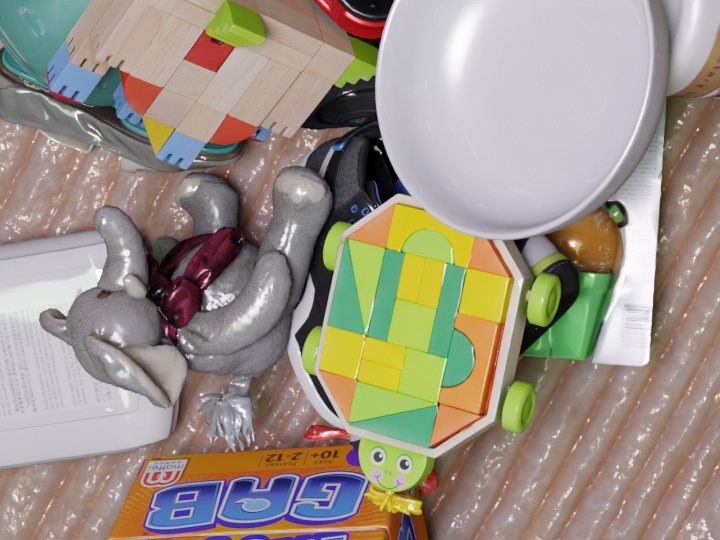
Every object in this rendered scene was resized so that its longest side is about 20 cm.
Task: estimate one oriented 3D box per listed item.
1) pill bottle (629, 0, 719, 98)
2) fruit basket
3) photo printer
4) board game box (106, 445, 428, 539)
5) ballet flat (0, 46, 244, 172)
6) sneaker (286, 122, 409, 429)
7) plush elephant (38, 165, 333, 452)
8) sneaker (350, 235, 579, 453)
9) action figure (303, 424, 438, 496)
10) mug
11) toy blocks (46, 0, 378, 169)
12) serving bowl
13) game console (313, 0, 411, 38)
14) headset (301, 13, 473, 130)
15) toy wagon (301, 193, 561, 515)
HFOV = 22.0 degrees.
[{"bbox_3d":[0.251,-0.163,1.147,0.199,0.114,0.115,-2,103,-28],"label":"pill bottle"},{"bbox_3d":[0.113,-0.040,1.272,0.184,0.094,0.202,3,86,12],"label":"fruit basket"},{"bbox_3d":[-0.233,0.059,1.365,0.198,0.069,0.168,-9,98,11],"label":"photo printer"},{"bbox_3d":[-0.059,0.260,1.271,0.198,0.200,0.201,-5,119,14],"label":"board game box"},{"bbox_3d":[-0.176,-0.106,1.336,0.199,0.068,0.064,22,132,9],"label":"ballet flat"},{"bbox_3d":[0.000,0.000,1.241,0.073,0.112,0.202,0,77,-26],"label":"sneaker"},{"bbox_3d":[-0.131,0.019,1.240,0.164,0.154,0.202,13,96,54],"label":"plush elephant"},{"bbox_3d":[0.058,0.039,1.219,0.200,0.072,0.083,-44,73,18],"label":"sneaker"},{"bbox_3d":[-0.019,0.085,1.326,0.099,0.065,0.201,-32,91,10],"label":"action figure"},{"bbox_3d":[-0.178,-0.176,1.260,0.114,0.152,0.186,-35,63,20],"label":"mug"},{"bbox_3d":[-0.105,-0.129,1.184,0.199,0.100,0.137,20,126,-33],"label":"toy blocks"},{"bbox_3d":[0.105,-0.117,1.113,0.199,0.066,0.202,-3,85,38],"label":"serving bowl"},{"bbox_3d":[-0.001,-0.268,1.184,0.200,0.031,0.177,45,79,0],"label":"game console"},{"bbox_3d":[-0.004,-0.159,1.249,0.198,0.094,0.125,7,85,24],"label":"headset"},{"bbox_3d":[0.037,0.057,1.167,0.154,0.040,0.202,14,95,24],"label":"toy wagon"}]
